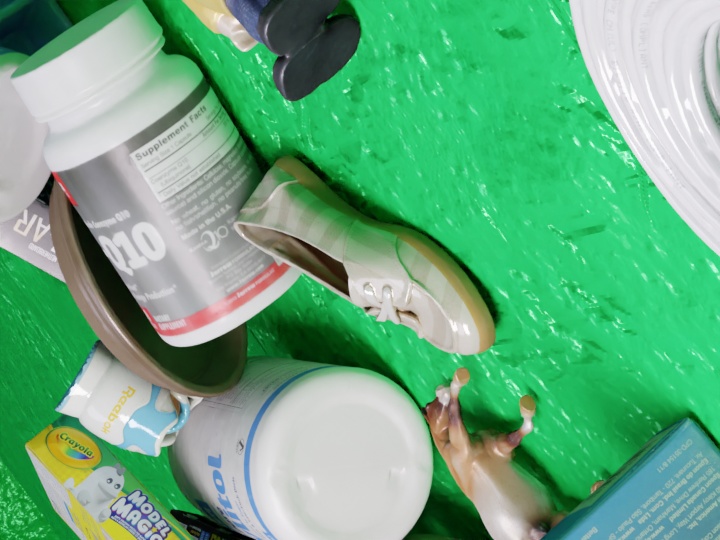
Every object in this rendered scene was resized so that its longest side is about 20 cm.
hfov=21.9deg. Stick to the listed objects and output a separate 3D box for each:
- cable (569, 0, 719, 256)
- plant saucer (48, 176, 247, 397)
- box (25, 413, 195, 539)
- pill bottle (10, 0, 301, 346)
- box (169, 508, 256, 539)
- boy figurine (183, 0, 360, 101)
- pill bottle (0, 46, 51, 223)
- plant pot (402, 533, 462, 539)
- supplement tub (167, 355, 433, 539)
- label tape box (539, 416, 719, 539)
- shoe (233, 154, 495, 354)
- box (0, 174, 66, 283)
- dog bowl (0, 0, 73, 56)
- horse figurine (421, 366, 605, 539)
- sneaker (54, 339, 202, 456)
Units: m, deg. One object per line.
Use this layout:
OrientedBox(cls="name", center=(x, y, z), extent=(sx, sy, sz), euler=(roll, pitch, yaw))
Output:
OrientedBox(cls="cable", center=(0.154, -0.064, 0.605), extent=(0.200, 0.069, 0.200), euler=(46, 160, 18))
OrientedBox(cls="plant saucer", center=(-0.146, -0.001, 1.268), extent=(0.200, 0.029, 0.201), euler=(47, -154, -31))
OrientedBox(cls="box", center=(-0.148, 0.197, 1.300), extent=(0.200, 0.048, 0.118), euler=(45, 161, 24))
OrientedBox(cls="pill bottle", center=(-0.128, -0.063, 1.177), extent=(0.200, 0.114, 0.114), euler=(58, 160, -17))
OrientedBox(cls="box", center=(-0.036, 0.235, 1.425), extent=(0.199, 0.050, 0.160), euler=(17, 173, -25))
OrientedBox(cls="boy figurine", center=(-0.088, -0.172, 0.974), extent=(0.200, 0.064, 0.125), euler=(37, 158, 30))
OrientedBox(cls="pill bottle", center=(-0.306, -0.111, 1.231), extent=(0.199, 0.114, 0.114), euler=(19, 147, 24))
OrientedBox(cls="plant pot", center=(0.040, 0.261, 1.287), extent=(0.201, 0.200, 0.135), euler=(64, 178, -31))
OrientedBox(cls="supplement tub", center=(-0.046, 0.128, 1.301), extent=(0.132, 0.132, 0.200), euler=(57, 160, -13))
OrientedBox(cls="label tape box", center=(0.169, 0.197, 0.915), extent=(0.200, 0.144, 0.063), euler=(50, 160, 5))
OrientedBox(cls="shoe", center=(0.000, 0.000, 1.088), extent=(0.200, 0.053, 0.070), euler=(36, 155, 39))
OrientedBox(cls="box", center=(-0.237, -0.043, 1.388), extent=(0.160, 0.044, 0.200), euler=(30, -175, -19))
OrientedBox(cls="dog bowl", center=(-0.262, -0.170, 1.310), extent=(0.200, 0.111, 0.050), euler=(56, 146, -9))
OrientedBox(cls="horse figurine", center=(0.101, 0.136, 1.108), extent=(0.200, 0.050, 0.133), euler=(49, 155, 17))
OrientedBox(cls="sneaker", center=(-0.155, 0.084, 1.327), extent=(0.081, 0.077, 0.200), euler=(33, -168, 0))
